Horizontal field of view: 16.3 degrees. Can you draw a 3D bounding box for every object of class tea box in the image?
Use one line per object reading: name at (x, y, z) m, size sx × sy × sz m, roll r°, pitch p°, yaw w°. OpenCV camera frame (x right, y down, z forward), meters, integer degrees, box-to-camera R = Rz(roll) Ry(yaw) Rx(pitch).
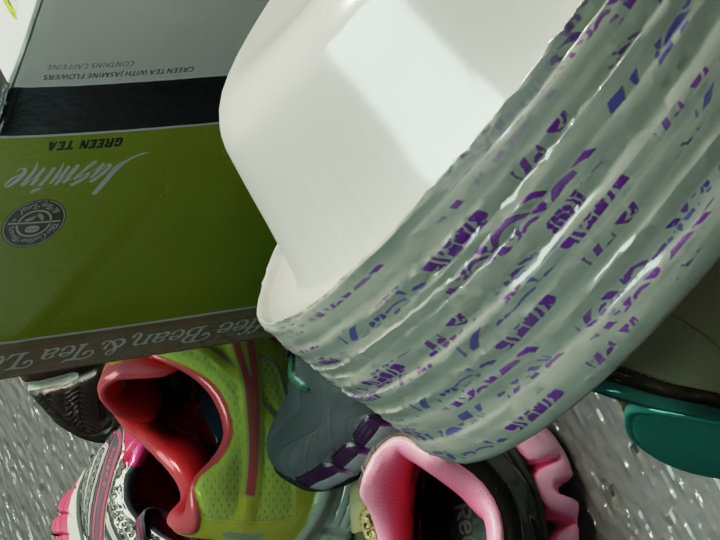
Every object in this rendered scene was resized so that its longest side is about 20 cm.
tea box at (-0.073, -0.078, 0.893) m, size 0.134 × 0.199 × 0.197 m, roll 57°, pitch 138°, yaw 32°

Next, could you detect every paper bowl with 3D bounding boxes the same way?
paper bowl at (0.041, -0.061, 0.631) m, size 0.104 × 0.201 × 0.201 m, roll 37°, pitch 143°, yaw -10°

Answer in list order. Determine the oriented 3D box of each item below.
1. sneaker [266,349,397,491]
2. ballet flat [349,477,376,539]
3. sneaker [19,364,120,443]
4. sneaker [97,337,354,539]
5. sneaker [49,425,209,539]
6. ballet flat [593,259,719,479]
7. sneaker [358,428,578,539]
sneaker at (0.000, 0.000, 0.887) m, size 0.200 × 0.087 × 0.075 m, roll -50°, pitch 19°, yaw 41°
ballet flat at (0.033, 0.159, 0.910) m, size 0.066 × 0.057 × 0.201 m, roll -36°, pitch 67°, yaw 52°
sneaker at (-0.129, -0.031, 1.117) m, size 0.116 × 0.075 × 0.201 m, roll -84°, pitch -23°, yaw -64°
sneaker at (-0.069, 0.023, 1.006) m, size 0.201 × 0.090 × 0.078 m, roll 63°, pitch 143°, yaw 29°
sneaker at (-0.074, 0.155, 1.049) m, size 0.075 × 0.080 × 0.201 m, roll -54°, pitch 52°, yaw 43°
ballet flat at (0.102, 0.019, 0.711) m, size 0.200 × 0.069 × 0.070 m, roll 39°, pitch -148°, yaw -73°
sneaker at (0.046, 0.139, 0.839) m, size 0.079 × 0.095 × 0.201 m, roll -24°, pitch 74°, yaw 17°
